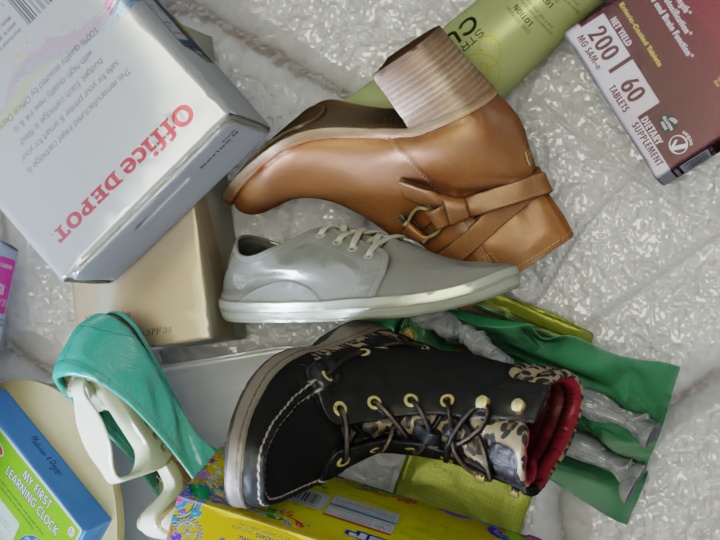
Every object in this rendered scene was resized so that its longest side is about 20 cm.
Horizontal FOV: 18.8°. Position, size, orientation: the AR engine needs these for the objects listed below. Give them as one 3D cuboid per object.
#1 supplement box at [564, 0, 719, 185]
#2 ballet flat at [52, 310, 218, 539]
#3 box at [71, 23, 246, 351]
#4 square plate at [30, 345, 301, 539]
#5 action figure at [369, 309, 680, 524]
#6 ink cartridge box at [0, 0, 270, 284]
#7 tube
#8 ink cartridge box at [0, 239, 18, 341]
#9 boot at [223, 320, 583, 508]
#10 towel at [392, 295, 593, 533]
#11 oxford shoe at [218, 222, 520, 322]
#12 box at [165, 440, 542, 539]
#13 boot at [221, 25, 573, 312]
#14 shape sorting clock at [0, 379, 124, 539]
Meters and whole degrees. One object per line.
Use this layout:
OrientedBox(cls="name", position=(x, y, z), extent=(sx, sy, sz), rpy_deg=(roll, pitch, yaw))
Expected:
OrientedBox(cls="supplement box", position=(0.237, -0.150, 1.305), extent=(0.200, 0.061, 0.109), rpy_deg=(-33, 81, 9))
OrientedBox(cls="ballet flat", position=(-0.121, 0.120, 1.321), extent=(0.070, 0.067, 0.200), rpy_deg=(-43, 103, -33))
OrientedBox(cls="box", position=(-0.136, -0.050, 1.378), extent=(0.095, 0.078, 0.201), rpy_deg=(-9, 86, 13))
OrientedBox(cls="square plate", position=(-0.115, 0.159, 1.393), extent=(0.197, 0.028, 0.201), rpy_deg=(-8, 87, 12))
OrientedBox(cls="action figure", position=(0.083, 0.072, 1.316), extent=(0.199, 0.055, 0.119), rpy_deg=(23, 118, 17))
OrientedBox(cls="ink cartridge box", position=(-0.175, -0.111, 1.305), extent=(0.145, 0.087, 0.200), rpy_deg=(-44, 77, 10))
OrientedBox(cls="tube", position=(0.075, -0.132, 1.349), extent=(0.200, 0.052, 0.058), rpy_deg=(-40, 47, 17))
OrientedBox(cls="ink cartridge box", position=(-0.295, 0.073, 1.379), extent=(0.119, 0.042, 0.201), rpy_deg=(8, 81, 16))
OrientedBox(cls="boot", position=(0.026, 0.088, 1.209), extent=(0.150, 0.200, 0.074), rpy_deg=(11, 108, 24))
OrientedBox(cls="towel", position=(0.072, 0.116, 1.356), extent=(0.086, 0.018, 0.201), rpy_deg=(21, 93, 14))
OrientedBox(cls="oxford shoe", position=(0.000, 0.000, 1.300), extent=(0.199, 0.075, 0.058), rpy_deg=(-1, 94, 30))
OrientedBox(cls="box", position=(-0.020, 0.228, 1.243), extent=(0.199, 0.122, 0.193), rpy_deg=(16, 103, 6))
OrientedBox(cls="boot", position=(0.023, -0.042, 1.343), extent=(0.200, 0.077, 0.156), rpy_deg=(-31, 100, 26))
OrientedBox(cls="shape sorting clock", position=(-0.218, 0.170, 1.380), extent=(0.199, 0.039, 0.201), rpy_deg=(-5, 83, 44))
